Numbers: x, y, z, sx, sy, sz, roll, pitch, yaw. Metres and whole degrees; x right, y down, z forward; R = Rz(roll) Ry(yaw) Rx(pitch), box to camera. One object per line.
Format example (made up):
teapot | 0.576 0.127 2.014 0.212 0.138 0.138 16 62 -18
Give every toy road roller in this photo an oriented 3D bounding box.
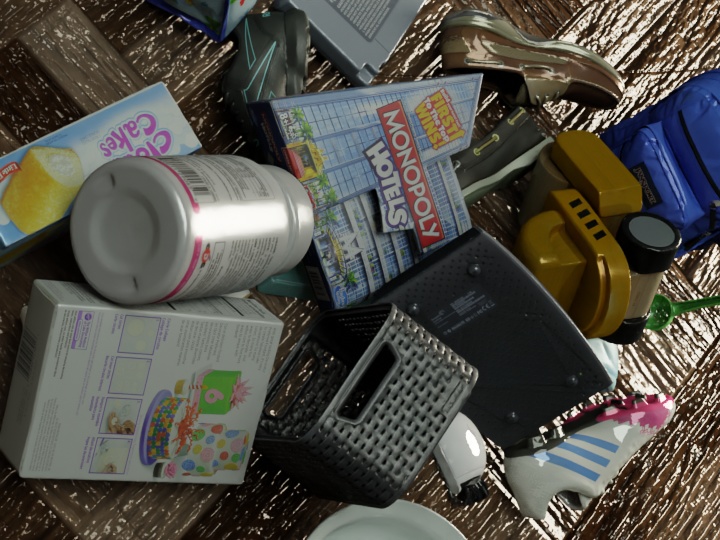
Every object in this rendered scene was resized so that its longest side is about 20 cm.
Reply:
toy road roller | 0.184 -0.025 1.691 0.146 0.123 0.200 -7 45 -26

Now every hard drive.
hard drive | 0.114 0.056 1.614 0.200 0.135 0.042 47 20 -26

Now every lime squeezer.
lime squeezer | 0.264 0.040 1.793 0.200 0.071 0.038 0 89 0

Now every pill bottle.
pill bottle | -0.128 -0.035 1.472 0.200 0.113 0.113 -7 75 -60

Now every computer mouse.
computer mouse | 0.081 0.152 1.573 0.044 0.200 0.110 -25 86 -2

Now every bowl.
bowl | 0.008 0.295 1.533 0.201 0.090 0.201 11 67 -27

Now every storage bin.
storage bin | -0.005 0.110 1.513 0.094 0.200 0.135 39 75 -14

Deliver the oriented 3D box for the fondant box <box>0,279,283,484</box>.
fondant box | -0.173 0.091 1.470 0.200 0.058 0.144 6 106 -32

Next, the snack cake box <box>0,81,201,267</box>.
snack cake box | -0.242 -0.070 1.500 0.200 0.115 0.067 -31 89 -34

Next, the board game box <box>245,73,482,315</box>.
board game box | 0.029 -0.088 1.611 0.200 0.062 0.200 -25 103 -21

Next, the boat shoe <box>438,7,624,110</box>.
boat shoe | 0.164 -0.189 1.812 0.200 0.076 0.072 17 69 -15

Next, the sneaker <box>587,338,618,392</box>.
sneaker | 0.160 0.091 1.707 0.200 0.074 0.082 -5 79 -27

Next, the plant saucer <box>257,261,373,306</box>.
plant saucer | 0.000 0.000 1.677 0.200 0.019 0.070 11 68 -28

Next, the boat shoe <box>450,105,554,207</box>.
boat shoe | 0.101 -0.095 1.741 0.201 0.072 0.061 -31 82 -39

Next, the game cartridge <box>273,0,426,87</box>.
game cartridge | 0.001 -0.283 1.759 0.133 0.040 0.200 46 56 -21

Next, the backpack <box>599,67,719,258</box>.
backpack | 0.331 -0.100 1.797 0.168 0.200 0.163 -29 89 -35

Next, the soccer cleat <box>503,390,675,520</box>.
soccer cleat | 0.215 0.172 1.721 0.200 0.070 0.086 -17 98 -32

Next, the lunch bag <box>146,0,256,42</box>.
lunch bag | -0.116 -0.331 1.609 0.127 0.200 0.170 29 59 4

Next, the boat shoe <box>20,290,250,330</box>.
boat shoe | -0.184 0.026 1.526 0.200 0.071 0.069 -17 84 -33

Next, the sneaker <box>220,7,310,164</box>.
sneaker | -0.086 -0.138 1.655 0.079 0.075 0.200 2 72 -6
